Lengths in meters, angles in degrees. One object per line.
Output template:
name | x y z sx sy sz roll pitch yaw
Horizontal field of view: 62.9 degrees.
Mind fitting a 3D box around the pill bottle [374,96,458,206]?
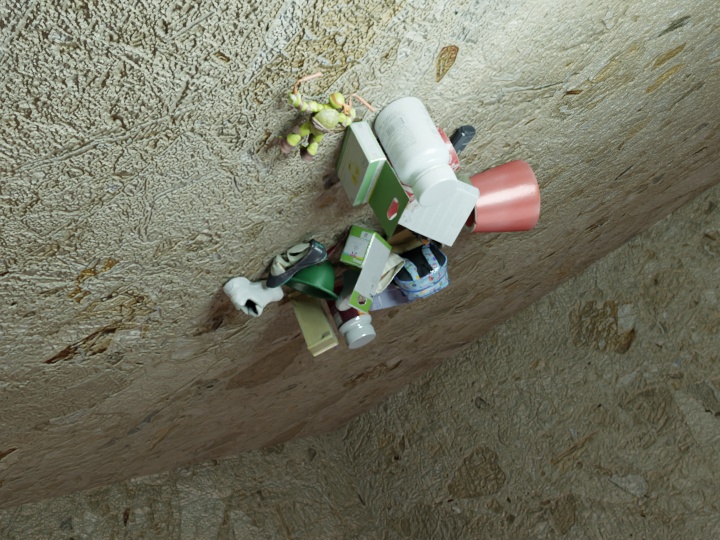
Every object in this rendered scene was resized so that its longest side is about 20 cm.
pill bottle | 0.115 -0.237 1.187 0.112 0.203 0.115 -21 158 -9

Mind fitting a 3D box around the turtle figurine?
turtle figurine | -0.069 -0.271 1.088 0.198 0.065 0.161 0 146 -48

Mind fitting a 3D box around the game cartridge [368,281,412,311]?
game cartridge | 0.089 0.052 1.883 0.038 0.133 0.198 -11 178 44

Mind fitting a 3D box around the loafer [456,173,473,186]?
loafer | 0.230 -0.196 1.578 0.074 0.071 0.198 17 153 -35

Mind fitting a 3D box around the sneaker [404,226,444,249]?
sneaker | 0.159 -0.119 1.580 0.197 0.081 0.074 21 167 -21

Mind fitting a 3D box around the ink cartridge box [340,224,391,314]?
ink cartridge box | 0.000 0.000 1.596 0.148 0.074 0.204 34 76 -65

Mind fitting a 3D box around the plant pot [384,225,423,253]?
plant pot | 0.149 -0.106 1.723 0.196 0.028 0.200 -21 164 -6

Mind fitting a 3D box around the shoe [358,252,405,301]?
shoe | 0.056 0.021 1.711 0.200 0.053 0.071 -46 145 -28

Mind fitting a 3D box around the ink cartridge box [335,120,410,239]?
ink cartridge box | 0.019 -0.179 1.206 0.047 0.203 0.146 -15 156 -23

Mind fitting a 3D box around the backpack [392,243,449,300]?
backpack | 0.188 0.012 1.795 0.179 0.137 0.200 -24 -157 -5

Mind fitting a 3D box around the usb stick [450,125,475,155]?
usb stick | 0.212 -0.275 1.437 0.054 0.033 0.201 -10 152 -33

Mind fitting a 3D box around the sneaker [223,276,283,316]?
sneaker | -0.279 0.081 1.583 0.078 0.101 0.198 -38 155 29

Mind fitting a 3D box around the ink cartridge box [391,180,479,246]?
ink cartridge box | 0.179 -0.169 1.493 0.196 0.048 0.162 22 126 -6

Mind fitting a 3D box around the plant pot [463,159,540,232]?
plant pot | 0.367 -0.192 1.610 0.173 0.204 0.201 -11 156 -9

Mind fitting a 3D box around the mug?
mug | 0.106 -0.235 1.335 0.198 0.178 0.135 -31 122 2

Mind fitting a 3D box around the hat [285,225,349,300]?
hat | -0.108 -0.026 1.644 0.196 0.180 0.165 11 166 27

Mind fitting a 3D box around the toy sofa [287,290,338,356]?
toy sofa | -0.141 0.149 1.755 0.081 0.203 0.098 -25 153 0

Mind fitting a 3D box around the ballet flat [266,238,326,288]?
ballet flat | -0.181 -0.024 1.523 0.197 0.074 0.073 -28 159 20

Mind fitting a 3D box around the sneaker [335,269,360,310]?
sneaker | -0.030 0.045 1.736 0.200 0.081 0.075 -41 153 -46

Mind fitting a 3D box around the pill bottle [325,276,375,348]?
pill bottle | -0.033 0.131 1.831 0.112 0.203 0.115 -22 158 -9
